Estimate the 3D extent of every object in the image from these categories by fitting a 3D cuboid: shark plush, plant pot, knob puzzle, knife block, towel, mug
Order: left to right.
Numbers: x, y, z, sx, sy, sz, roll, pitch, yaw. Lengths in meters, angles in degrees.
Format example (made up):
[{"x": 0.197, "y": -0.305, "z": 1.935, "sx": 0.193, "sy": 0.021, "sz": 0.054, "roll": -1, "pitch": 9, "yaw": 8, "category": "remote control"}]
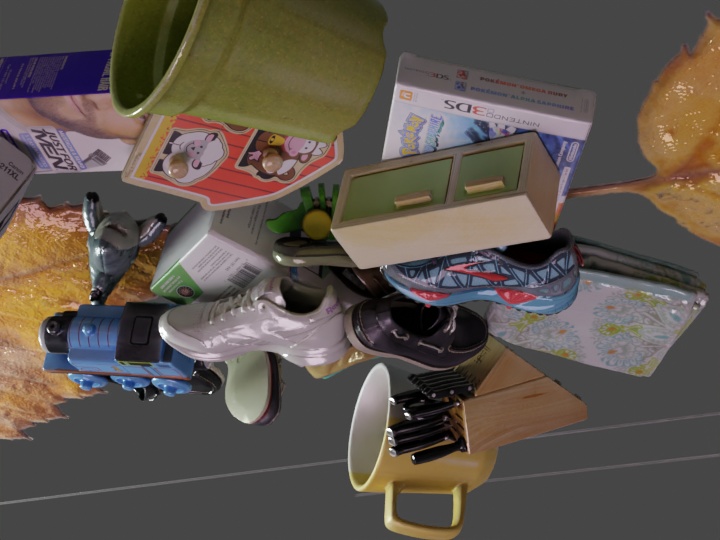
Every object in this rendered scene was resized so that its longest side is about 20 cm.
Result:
[{"x": -0.287, "y": -0.006, "z": 1.593, "sx": 0.090, "sy": 0.084, "sz": 0.200, "roll": 24, "pitch": 144, "yaw": -18, "category": "shark plush"}, {"x": -0.102, "y": -0.122, "z": 1.370, "sx": 0.218, "sy": 0.031, "sz": 0.221, "roll": -10, "pitch": 138, "yaw": -9, "category": "knob puzzle"}, {"x": -0.084, "y": -0.196, "z": 1.210, "sx": 0.183, "sy": 0.202, "sz": 0.200, "roll": 17, "pitch": 146, "yaw": -27, "category": "plant pot"}, {"x": 0.076, "y": 0.216, "z": 1.720, "sx": 0.152, "sy": 0.188, "sz": 0.149, "roll": 13, "pitch": 174, "yaw": -16, "category": "mug"}, {"x": 0.133, "y": 0.168, "z": 1.634, "sx": 0.199, "sy": 0.176, "sz": 0.064, "roll": 34, "pitch": -177, "yaw": -28, "category": "knife block"}, {"x": 0.243, "y": 0.040, "z": 1.529, "sx": 0.198, "sy": 0.048, "sz": 0.172, "roll": 16, "pitch": 143, "yaw": -4, "category": "towel"}]

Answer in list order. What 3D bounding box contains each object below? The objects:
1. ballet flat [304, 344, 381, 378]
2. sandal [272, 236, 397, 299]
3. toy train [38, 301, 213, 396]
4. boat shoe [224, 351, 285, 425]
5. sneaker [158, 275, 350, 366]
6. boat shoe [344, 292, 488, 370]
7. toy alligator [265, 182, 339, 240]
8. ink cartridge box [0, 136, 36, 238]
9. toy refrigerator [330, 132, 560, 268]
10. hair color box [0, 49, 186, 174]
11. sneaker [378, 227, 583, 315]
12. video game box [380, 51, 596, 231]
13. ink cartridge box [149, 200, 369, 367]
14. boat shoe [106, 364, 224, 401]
[{"x": -0.003, "y": 0.071, "z": 1.633, "sx": 0.199, "sy": 0.069, "sz": 0.063, "roll": -28, "pitch": 115, "yaw": 41, "category": "ballet flat"}, {"x": -0.001, "y": 0.000, "z": 1.488, "sx": 0.199, "sy": 0.058, "sz": 0.080, "roll": 3, "pitch": -176, "yaw": -29, "category": "sandal"}, {"x": -0.261, "y": 0.081, "z": 1.596, "sx": 0.198, "sy": 0.087, "sz": 0.114, "roll": 3, "pitch": 158, "yaw": 19, "category": "toy train"}, {"x": -0.115, "y": 0.117, "z": 1.635, "sx": 0.062, "sy": 0.200, "sz": 0.071, "roll": 39, "pitch": 100, "yaw": -28, "category": "boat shoe"}, {"x": -0.110, "y": 0.041, "z": 1.486, "sx": 0.198, "sy": 0.075, "sz": 0.100, "roll": 1, "pitch": 129, "yaw": 8, "category": "sneaker"}, {"x": 0.074, "y": 0.059, "z": 1.505, "sx": 0.199, "sy": 0.073, "sz": 0.062, "roll": 7, "pitch": 156, "yaw": -43, "category": "boat shoe"}, {"x": 0.004, "y": -0.057, "z": 1.471, "sx": 0.198, "sy": 0.059, "sz": 0.055, "roll": 5, "pitch": 100, "yaw": -2, "category": "toy alligator"}, {"x": -0.423, "y": -0.086, "z": 1.468, "sx": 0.145, "sy": 0.083, "sz": 0.200, "roll": 37, "pitch": 153, "yaw": -8, "category": "ink cartridge box"}, {"x": 0.076, "y": -0.064, "z": 1.337, "sx": 0.198, "sy": 0.076, "sz": 0.070, "roll": -8, "pitch": 140, "yaw": 29, "category": "toy refrigerator"}, {"x": -0.261, "y": -0.152, "z": 1.407, "sx": 0.198, "sy": 0.065, "sz": 0.110, "roll": -2, "pitch": 142, "yaw": 17, "category": "hair color box"}, {"x": 0.116, "y": -0.020, "z": 1.404, "sx": 0.198, "sy": 0.080, "sz": 0.096, "roll": 4, "pitch": 136, "yaw": 0, "category": "sneaker"}, {"x": 0.111, "y": -0.107, "z": 1.372, "sx": 0.180, "sy": 0.047, "sz": 0.201, "roll": 13, "pitch": 145, "yaw": 3, "category": "video game box"}, {"x": -0.100, "y": 0.004, "z": 1.551, "sx": 0.199, "sy": 0.085, "sz": 0.145, "roll": 28, "pitch": 142, "yaw": -20, "category": "ink cartridge box"}, {"x": -0.267, "y": 0.127, "z": 1.783, "sx": 0.198, "sy": 0.067, "sz": 0.075, "roll": 21, "pitch": 143, "yaw": -12, "category": "boat shoe"}]
